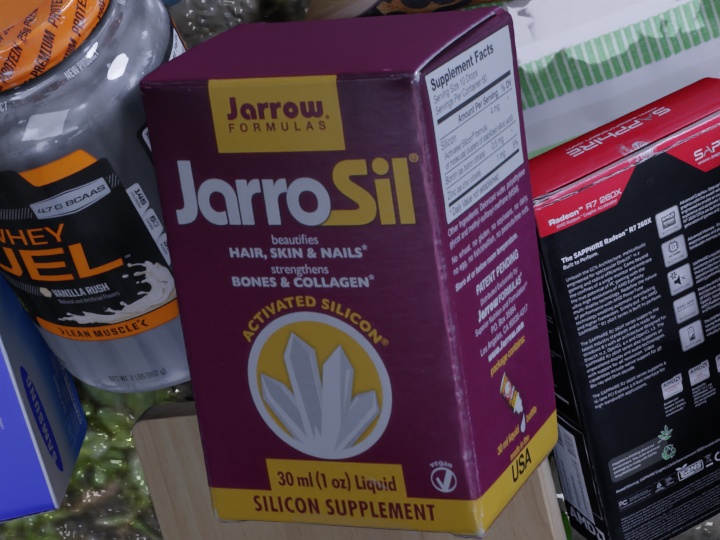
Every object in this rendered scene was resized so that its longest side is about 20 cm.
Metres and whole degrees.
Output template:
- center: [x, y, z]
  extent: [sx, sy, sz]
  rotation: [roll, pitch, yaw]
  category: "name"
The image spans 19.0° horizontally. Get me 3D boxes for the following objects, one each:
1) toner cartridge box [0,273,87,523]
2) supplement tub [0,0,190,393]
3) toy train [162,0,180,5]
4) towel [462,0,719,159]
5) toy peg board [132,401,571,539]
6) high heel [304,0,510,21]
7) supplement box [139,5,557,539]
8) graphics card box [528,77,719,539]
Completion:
- center: [-0.184, 0.010, 1.020]
  extent: [0.043, 0.095, 0.201]
  rotation: [-13, 110, 7]
  category: "toner cartridge box"
- center: [-0.120, -0.051, 0.948]
  extent: [0.122, 0.123, 0.200]
  rotation: [-19, 132, 9]
  category: "supplement tub"
- center: [-0.047, -0.188, 0.897]
  extent: [0.200, 0.056, 0.150]
  rotation: [-29, 152, 35]
  category: "toy train"
- center: [0.105, -0.112, 1.002]
  extent: [0.152, 0.023, 0.201]
  rotation: [-21, 109, 9]
  category: "towel"
- center: [0.017, 0.135, 1.075]
  extent: [0.198, 0.098, 0.201]
  rotation: [-7, 110, 21]
  category: "toy peg board"
- center: [0.074, -0.126, 0.947]
  extent: [0.142, 0.072, 0.200]
  rotation: [24, 143, -28]
  category: "high heel"
- center: [0.000, 0.000, 0.908]
  extent: [0.130, 0.103, 0.201]
  rotation: [0, 109, 26]
  category: "supplement box"
- center: [0.141, 0.024, 1.002]
  extent: [0.125, 0.051, 0.201]
  rotation: [-26, 118, -17]
  category: "graphics card box"
